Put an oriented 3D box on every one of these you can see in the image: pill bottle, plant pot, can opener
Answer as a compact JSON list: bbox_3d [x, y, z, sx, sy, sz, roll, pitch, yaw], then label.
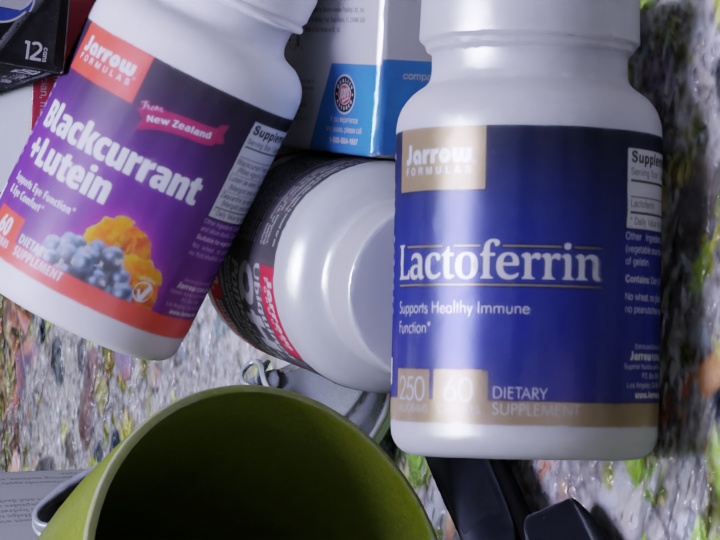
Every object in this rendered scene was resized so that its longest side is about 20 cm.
[{"bbox_3d":[-0.096,-0.068,1.224,0.200,0.111,0.111,-64,28,6],"label":"pill bottle"},{"bbox_3d":[-0.091,0.169,1.175,0.200,0.187,0.187,-29,62,51],"label":"plant pot"},{"bbox_3d":[0.067,0.120,1.174,0.063,0.079,0.200,61,-179,-37],"label":"can opener"},{"bbox_3d":[0.000,0.000,1.231,0.200,0.111,0.111,-165,78,-70],"label":"pill bottle"},{"bbox_3d":[0.071,-0.020,1.086,0.116,0.116,0.200,175,96,-66],"label":"pill bottle"}]

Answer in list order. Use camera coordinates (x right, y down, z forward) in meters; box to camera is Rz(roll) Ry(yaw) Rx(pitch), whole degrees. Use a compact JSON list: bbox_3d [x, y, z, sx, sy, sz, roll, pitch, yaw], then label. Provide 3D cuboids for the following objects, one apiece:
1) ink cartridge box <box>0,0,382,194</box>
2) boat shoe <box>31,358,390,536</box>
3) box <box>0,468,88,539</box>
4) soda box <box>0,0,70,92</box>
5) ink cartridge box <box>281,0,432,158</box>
[{"bbox_3d":[-0.100,-0.099,1.371,0.145,0.200,0.145,-178,91,-67],"label":"ink cartridge box"},{"bbox_3d":[-0.074,0.099,1.331,0.065,0.202,0.074,57,-173,-51],"label":"boat shoe"},{"bbox_3d":[-0.218,0.247,1.610,0.171,0.199,0.200,-142,56,-61],"label":"box"},{"bbox_3d":[-0.206,-0.124,1.274,0.200,0.071,0.063,175,102,-67],"label":"soda box"},{"bbox_3d":[0.017,-0.157,1.255,0.145,0.084,0.200,-167,79,-65],"label":"ink cartridge box"}]
